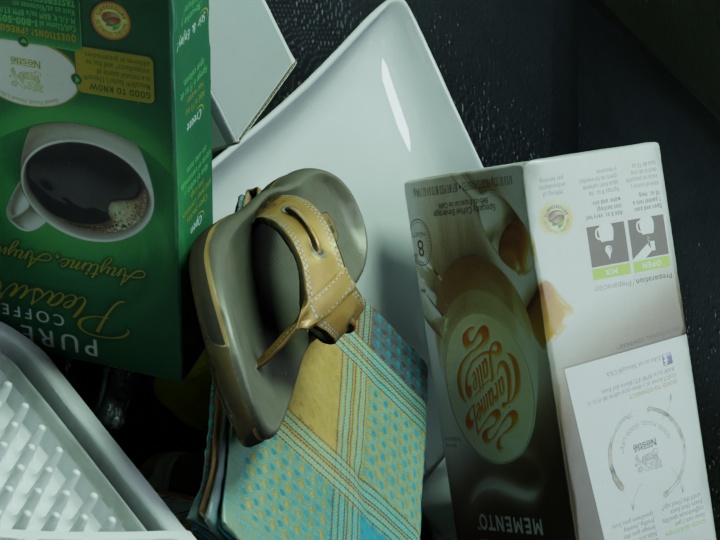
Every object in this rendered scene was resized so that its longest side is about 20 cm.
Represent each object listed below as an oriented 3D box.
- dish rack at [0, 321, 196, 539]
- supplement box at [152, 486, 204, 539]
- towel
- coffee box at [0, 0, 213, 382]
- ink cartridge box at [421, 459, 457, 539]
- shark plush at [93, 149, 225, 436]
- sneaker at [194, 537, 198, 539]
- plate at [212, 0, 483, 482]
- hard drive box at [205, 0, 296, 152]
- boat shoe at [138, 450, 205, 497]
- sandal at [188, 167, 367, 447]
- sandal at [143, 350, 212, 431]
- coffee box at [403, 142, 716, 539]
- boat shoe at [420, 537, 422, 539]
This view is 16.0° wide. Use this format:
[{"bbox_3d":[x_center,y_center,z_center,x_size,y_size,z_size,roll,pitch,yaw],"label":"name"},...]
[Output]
[{"bbox_3d":[-0.158,0.083,0.984,0.171,0.044,0.200,9,30,-46],"label":"dish rack"},{"bbox_3d":[-0.126,0.139,1.085,0.200,0.068,0.067,-5,103,-58],"label":"supplement box"},{"bbox_3d":[-0.018,0.075,1.121,0.147,0.022,0.201,48,30,-33],"label":"towel"},{"bbox_3d":[-0.123,-0.056,1.054,0.044,0.122,0.201,-59,154,-54],"label":"coffee box"},{"bbox_3d":[0.099,0.190,1.374,0.146,0.082,0.201,-133,-160,-74],"label":"ink cartridge box"},{"bbox_3d":[-0.091,-0.018,1.221,0.083,0.090,0.201,86,-1,-64],"label":"shark plush"},{"bbox_3d":[-0.070,0.195,1.077,0.080,0.071,0.202,-56,143,-69],"label":"sneaker"},{"bbox_3d":[0.000,0.000,1.238,0.200,0.032,0.201,-46,119,-42],"label":"plate"},{"bbox_3d":[-0.144,-0.136,1.086,0.201,0.155,0.077,64,31,-22],"label":"hard drive box"},{"bbox_3d":[-0.054,0.180,1.201,0.072,0.064,0.202,-15,92,-61],"label":"boat shoe"},{"bbox_3d":[-0.022,0.005,1.080,0.082,0.054,0.200,68,22,-12],"label":"sandal"},{"bbox_3d":[-0.047,0.011,1.286,0.087,0.080,0.200,38,40,15],"label":"sandal"},{"bbox_3d":[0.094,0.047,1.215,0.079,0.114,0.202,-10,92,-28],"label":"coffee box"},{"bbox_3d":[0.002,0.139,1.284,0.074,0.063,0.202,-55,134,-41],"label":"boat shoe"}]
